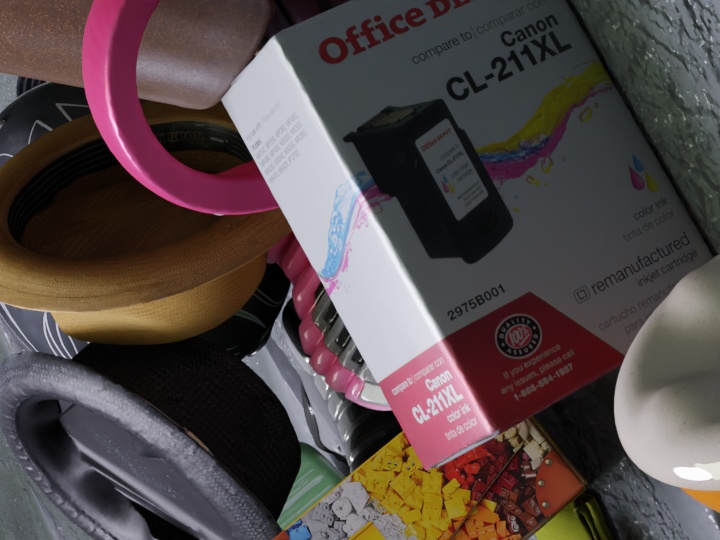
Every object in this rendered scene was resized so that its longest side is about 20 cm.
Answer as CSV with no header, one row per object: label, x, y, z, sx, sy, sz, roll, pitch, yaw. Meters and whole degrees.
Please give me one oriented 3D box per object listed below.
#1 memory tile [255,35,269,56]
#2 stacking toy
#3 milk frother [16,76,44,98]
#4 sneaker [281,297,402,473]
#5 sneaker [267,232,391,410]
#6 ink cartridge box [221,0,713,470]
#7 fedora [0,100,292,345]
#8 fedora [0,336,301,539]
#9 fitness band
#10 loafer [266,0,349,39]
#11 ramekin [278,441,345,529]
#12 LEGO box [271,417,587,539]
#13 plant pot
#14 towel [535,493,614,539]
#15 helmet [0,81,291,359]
memory tile,-0.005,-0.057,1.189,0.200,0.017,0.153,54,-175,19
stacking toy,0.203,0.089,0.860,0.200,0.146,0.146,55,163,-25
milk frother,-0.179,-0.054,1.554,0.188,0.180,0.201,154,132,-68
sneaker,0.015,0.109,1.365,0.116,0.075,0.200,88,158,-56
sneaker,0.000,0.000,1.227,0.079,0.095,0.200,-51,51,23
ink cartridge box,0.051,-0.035,0.994,0.200,0.145,0.083,61,155,5
fedora,-0.114,-0.016,1.184,0.201,0.200,0.082,39,148,46
fedora,-0.106,0.095,1.230,0.200,0.092,0.201,25,146,19
fitness band,-0.039,-0.107,1.042,0.037,0.200,0.144,20,130,54
loafer,0.013,-0.092,1.136,0.200,0.063,0.072,53,-174,5
ramekin,-0.018,0.208,1.441,0.200,0.098,0.200,48,172,9
LEGO box,0.036,0.127,1.115,0.077,0.149,0.200,50,-179,8
plant pot,-0.147,-0.178,1.085,0.200,0.198,0.201,-43,40,52
towel,0.143,0.215,1.254,0.086,0.018,0.201,2,117,65
helmet,-0.140,-0.021,1.334,0.200,0.200,0.191,60,-159,7
